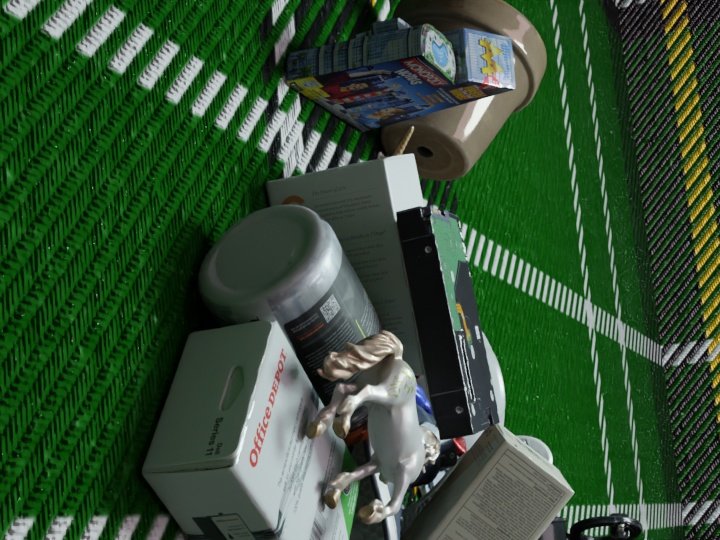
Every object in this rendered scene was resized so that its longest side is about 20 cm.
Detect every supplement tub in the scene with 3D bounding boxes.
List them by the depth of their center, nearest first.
[{"bbox_3d":[-0.045,0.053,1.101,0.123,0.121,0.201,-77,149,-44],"label":"supplement tub"}]

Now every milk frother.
[{"bbox_3d":[0.257,0.405,1.622,0.180,0.198,0.190,28,56,-68],"label":"milk frother"}]

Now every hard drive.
[{"bbox_3d":[0.079,0.047,1.167,0.140,0.037,0.202,6,73,-75],"label":"hard drive"}]

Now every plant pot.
[{"bbox_3d":[0.105,-0.209,1.538,0.201,0.199,0.176,55,49,-47],"label":"plant pot"}]

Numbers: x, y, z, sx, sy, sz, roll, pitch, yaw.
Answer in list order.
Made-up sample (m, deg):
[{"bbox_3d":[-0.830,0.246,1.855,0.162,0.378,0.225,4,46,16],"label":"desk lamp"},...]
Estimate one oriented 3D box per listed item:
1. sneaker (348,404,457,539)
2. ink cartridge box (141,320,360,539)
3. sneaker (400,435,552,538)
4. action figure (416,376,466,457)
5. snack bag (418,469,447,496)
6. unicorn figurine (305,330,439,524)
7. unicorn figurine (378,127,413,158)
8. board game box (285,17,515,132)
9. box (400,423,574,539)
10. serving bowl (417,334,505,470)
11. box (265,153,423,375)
[{"bbox_3d":[0.038,0.224,1.263,0.146,0.076,0.205,13,68,-49],"label":"sneaker"},{"bbox_3d":[-0.079,0.160,1.023,0.147,0.082,0.201,-76,150,-45],"label":"ink cartridge box"},{"bbox_3d":[0.122,0.254,1.383,0.074,0.199,0.118,57,1,30],"label":"sneaker"},{"bbox_3d":[0.036,0.123,1.345,0.201,0.065,0.052,55,6,-23],"label":"action figure"},{"bbox_3d":[0.104,0.229,1.546,0.188,0.021,0.202,-30,106,-68],"label":"snack bag"},{"bbox_3d":[0.020,0.138,1.054,0.137,0.073,0.202,-36,140,-43],"label":"unicorn figurine"},{"bbox_3d":[0.046,-0.036,1.438,0.201,0.073,0.138,73,6,-55],"label":"unicorn figurine"},{"bbox_3d":[0.051,-0.213,1.350,0.200,0.198,0.062,21,62,-66],"label":"board game box"},{"bbox_3d":[0.110,0.260,1.278,0.095,0.200,0.078,38,4,-8],"label":"box"},{"bbox_3d":[0.128,0.139,1.541,0.200,0.065,0.202,-14,90,-68],"label":"serving bowl"},{"bbox_3d":[0.000,0.000,1.235,0.097,0.123,0.202,-22,102,-68],"label":"box"}]
